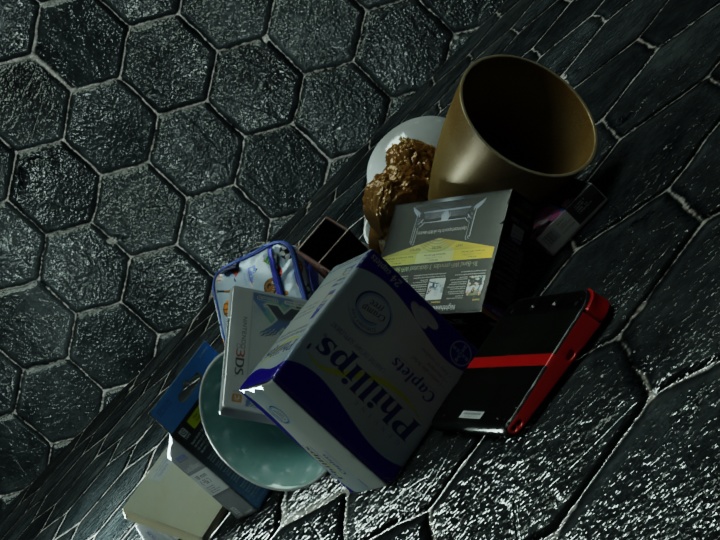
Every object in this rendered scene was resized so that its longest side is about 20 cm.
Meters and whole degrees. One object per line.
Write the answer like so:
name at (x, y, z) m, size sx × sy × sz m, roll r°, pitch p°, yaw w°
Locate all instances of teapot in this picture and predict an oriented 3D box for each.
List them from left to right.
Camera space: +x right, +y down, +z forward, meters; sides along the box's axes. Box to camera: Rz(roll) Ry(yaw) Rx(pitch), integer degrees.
teapot at (0.111, -0.136, 2.019) m, size 0.146 × 0.197 × 0.200 m, roll -117°, pitch 31°, yaw -41°

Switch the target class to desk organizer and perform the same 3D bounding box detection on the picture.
desk organizer at (0.000, 0.000, 1.693) m, size 0.072 × 0.077 × 0.200 m, roll -49°, pitch 34°, yaw -6°

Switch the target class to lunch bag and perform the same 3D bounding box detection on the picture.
lunch bag at (-0.123, 0.058, 1.806) m, size 0.160 × 0.200 × 0.076 m, roll -23°, pitch -18°, yaw 25°

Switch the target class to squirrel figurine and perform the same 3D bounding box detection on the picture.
squirrel figurine at (0.103, -0.087, 1.733) m, size 0.187 × 0.200 × 0.141 m, roll -35°, pitch 23°, yaw -16°

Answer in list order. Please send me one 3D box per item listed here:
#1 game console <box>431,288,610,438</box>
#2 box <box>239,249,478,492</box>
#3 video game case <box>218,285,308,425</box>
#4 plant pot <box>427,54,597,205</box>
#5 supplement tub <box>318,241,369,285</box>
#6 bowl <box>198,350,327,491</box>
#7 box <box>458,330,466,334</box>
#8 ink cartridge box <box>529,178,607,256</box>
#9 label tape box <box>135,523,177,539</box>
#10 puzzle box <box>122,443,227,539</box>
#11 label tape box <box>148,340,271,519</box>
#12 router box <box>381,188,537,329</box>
game console at (0.162, 0.097, 1.296) m, size 0.177 × 0.031 × 0.200 m, roll -55°, pitch 12°, yaw -15°
box at (0.001, 0.114, 1.426) m, size 0.200 × 0.184 × 0.105 m, roll -53°, pitch 14°, yaw -27°
video game case at (-0.065, 0.111, 1.526) m, size 0.022 × 0.200 × 0.183 m, roll 117°, pitch 160°, yaw -47°
plant pot at (0.167, -0.137, 1.597) m, size 0.186 × 0.186 × 0.200 m, roll -56°, pitch 1°, yaw -40°
supplement tub at (-0.044, 0.065, 1.886) m, size 0.200 × 0.145 × 0.145 m, roll -42°, pitch 12°, yaw 26°
bowl at (-0.096, 0.171, 1.630) m, size 0.201 × 0.201 × 0.105 m, roll -40°, pitch -3°, yaw 31°
box at (0.088, 0.073, 1.611) m, size 0.200 × 0.048 × 0.117 m, roll -43°, pitch 11°, yaw 11°
ink cartridge box at (0.240, -0.075, 1.593) m, size 0.095 × 0.037 × 0.200 m, roll -46°, pitch 9°, yaw 2°
label tape box at (-0.284, 0.355, 1.978) m, size 0.200 × 0.066 × 0.143 m, roll -38°, pitch 14°, yaw 32°
puzzle box at (-0.239, 0.304, 1.859) m, size 0.200 × 0.133 × 0.025 m, roll -56°, pitch -27°, yaw -43°
label tape box at (-0.190, 0.219, 1.742) m, size 0.063 × 0.200 × 0.144 m, roll -34°, pitch 17°, yaw 51°
router box at (0.107, -0.009, 1.527) m, size 0.200 × 0.052 × 0.158 m, roll -4°, pitch 63°, yaw 48°
